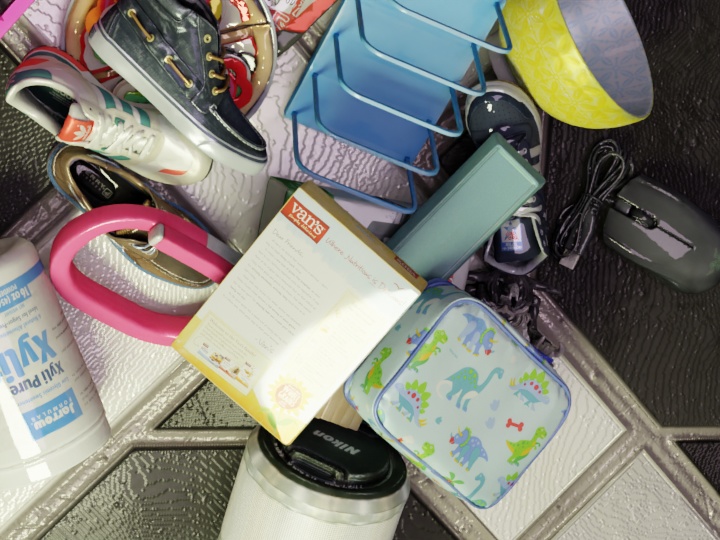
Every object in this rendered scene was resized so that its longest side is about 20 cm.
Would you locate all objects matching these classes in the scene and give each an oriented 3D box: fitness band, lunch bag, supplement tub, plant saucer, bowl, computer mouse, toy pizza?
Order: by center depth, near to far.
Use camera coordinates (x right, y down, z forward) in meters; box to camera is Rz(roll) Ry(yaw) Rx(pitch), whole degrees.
[{"bbox_3d":[-0.322,0.083,1.599,0.132,0.132,0.200,-25,105,-11],"label":"supplement tub"},{"bbox_3d":[-0.176,-0.201,1.616,0.199,0.032,0.201,-1,114,-3],"label":"toy pizza"},{"bbox_3d":[-0.192,0.009,1.621,0.143,0.038,0.200,-31,134,31],"label":"fitness band"},{"bbox_3d":[0.095,0.115,1.645,0.200,0.082,0.161,42,84,-32],"label":"lunch bag"},{"bbox_3d":[0.082,-0.035,1.647,0.070,0.019,0.200,43,99,-14],"label":"plant saucer"},{"bbox_3d":[0.189,-0.215,1.698,0.107,0.200,0.200,-25,109,28],"label":"bowl"},{"bbox_3d":[0.306,-0.035,1.808,0.200,0.053,0.139,25,91,-19],"label":"computer mouse"}]

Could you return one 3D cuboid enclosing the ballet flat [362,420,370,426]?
[{"bbox_3d":[-0.050,0.101,1.717,0.200,0.069,0.070,23,92,-33],"label":"ballet flat"}]

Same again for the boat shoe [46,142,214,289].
[{"bbox_3d":[-0.209,-0.044,1.641,0.200,0.072,0.072,36,89,-18],"label":"boat shoe"}]

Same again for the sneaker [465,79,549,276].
[{"bbox_3d":[0.142,-0.081,1.678,0.070,0.109,0.200,-5,139,12],"label":"sneaker"}]

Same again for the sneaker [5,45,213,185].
[{"bbox_3d":[-0.231,-0.125,1.579,0.199,0.093,0.070,31,116,-4],"label":"sneaker"}]

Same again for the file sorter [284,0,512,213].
[{"bbox_3d":[0.034,-0.173,1.626,0.138,0.123,0.200,21,121,-17],"label":"file sorter"}]

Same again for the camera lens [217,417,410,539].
[{"bbox_3d":[-0.050,0.245,1.671,0.159,0.160,0.200,10,116,-18],"label":"camera lens"}]

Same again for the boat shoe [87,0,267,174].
[{"bbox_3d":[-0.142,-0.176,1.571,0.200,0.071,0.091,40,109,-15],"label":"boat shoe"}]

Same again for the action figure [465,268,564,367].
[{"bbox_3d":[0.142,0.070,1.753,0.118,0.102,0.201,7,100,-15],"label":"action figure"}]

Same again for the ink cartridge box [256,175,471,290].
[{"bbox_3d":[0.000,0.000,1.706,0.199,0.083,0.147,9,97,-18],"label":"ink cartridge box"}]

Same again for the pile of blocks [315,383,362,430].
[{"bbox_3d":[-0.020,0.047,1.638,0.082,0.062,0.201,-5,109,-32],"label":"pile of blocks"}]

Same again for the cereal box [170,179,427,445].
[{"bbox_3d":[-0.056,0.039,1.570,0.144,0.040,0.200,41,110,1],"label":"cereal box"}]

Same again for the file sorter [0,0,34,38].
[{"bbox_3d":[-0.324,-0.287,1.534,0.125,0.139,0.200,42,86,-15],"label":"file sorter"}]

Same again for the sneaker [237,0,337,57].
[{"bbox_3d":[-0.054,-0.302,1.647,0.201,0.067,0.108,-45,111,-2],"label":"sneaker"}]
